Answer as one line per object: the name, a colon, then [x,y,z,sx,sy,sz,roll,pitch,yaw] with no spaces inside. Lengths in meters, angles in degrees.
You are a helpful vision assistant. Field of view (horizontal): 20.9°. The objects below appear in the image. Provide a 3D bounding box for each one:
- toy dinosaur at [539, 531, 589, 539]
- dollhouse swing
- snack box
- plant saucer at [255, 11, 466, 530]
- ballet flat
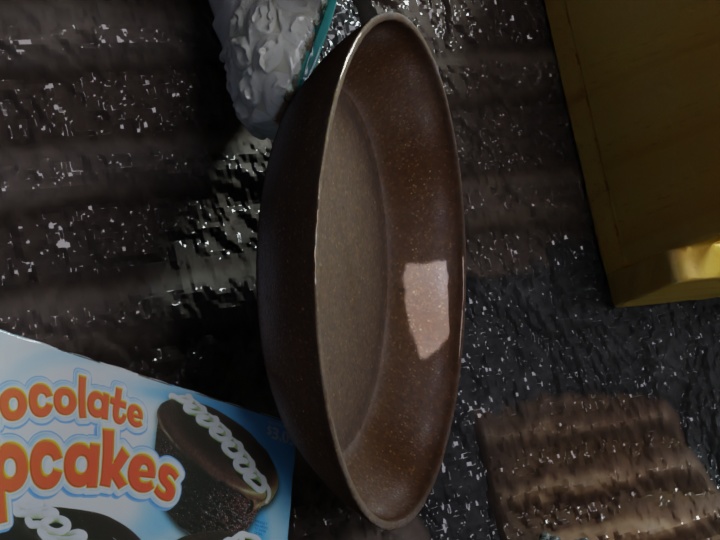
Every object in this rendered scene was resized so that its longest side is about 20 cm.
toy dinosaur: [0.093,0.165,0.840,0.200,0.047,0.088,45,58,-19]
dollhouse swing: [0.192,-0.102,0.922,0.181,0.176,0.201,-4,79,-42]
snack box: [-0.113,0.087,0.680,0.200,0.037,0.117,21,63,-36]
plant saucer: [0.000,0.000,0.763,0.200,0.037,0.201,1,90,-72]
ballet flat: [-0.031,-0.139,0.818,0.072,0.072,0.200,38,52,-27]
